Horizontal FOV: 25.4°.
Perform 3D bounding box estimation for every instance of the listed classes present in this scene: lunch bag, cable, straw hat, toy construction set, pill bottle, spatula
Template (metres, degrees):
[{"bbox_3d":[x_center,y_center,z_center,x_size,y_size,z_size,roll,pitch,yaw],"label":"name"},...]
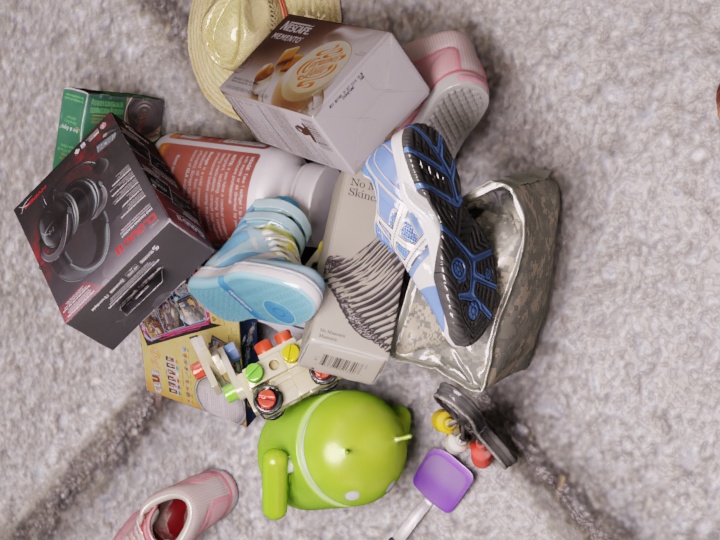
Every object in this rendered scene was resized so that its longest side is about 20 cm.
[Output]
[{"bbox_3d":[0.121,-0.002,1.525,0.116,0.164,0.202,21,102,19],"label":"lunch bag"},{"bbox_3d":[0.105,0.160,1.543,0.097,0.200,0.050,42,88,12],"label":"cable"},{"bbox_3d":[-0.121,-0.254,1.663,0.199,0.085,0.204,2,96,26],"label":"straw hat"},{"bbox_3d":[-0.080,0.070,1.582,0.199,0.092,0.132,-31,76,10],"label":"toy construction set"},{"bbox_3d":[-0.121,-0.078,1.663,0.198,0.112,0.114,9,98,25],"label":"pill bottle"},{"bbox_3d":[0.048,0.270,1.663,0.056,0.021,0.201,39,110,16],"label":"spatula"}]

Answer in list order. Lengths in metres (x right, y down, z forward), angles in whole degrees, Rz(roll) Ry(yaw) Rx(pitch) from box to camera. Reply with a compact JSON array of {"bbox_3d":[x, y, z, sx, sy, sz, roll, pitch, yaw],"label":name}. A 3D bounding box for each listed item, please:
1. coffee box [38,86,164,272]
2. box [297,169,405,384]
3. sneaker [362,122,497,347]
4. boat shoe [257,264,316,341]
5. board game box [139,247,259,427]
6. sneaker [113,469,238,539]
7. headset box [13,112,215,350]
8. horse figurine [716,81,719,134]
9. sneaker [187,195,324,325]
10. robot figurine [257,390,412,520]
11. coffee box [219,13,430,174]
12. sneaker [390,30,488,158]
[{"bbox_3d":[-0.279,-0.093,1.730,0.044,0.122,0.203,17,100,36],"label":"coffee box"},{"bbox_3d":[0.000,0.000,1.524,0.081,0.069,0.202,14,63,-7],"label":"box"},{"bbox_3d":[0.062,-0.027,1.429,0.077,0.075,0.202,-19,87,43],"label":"sneaker"},{"bbox_3d":[-0.068,0.026,1.662,0.198,0.074,0.068,13,119,24],"label":"boat shoe"},{"bbox_3d":[-0.173,0.061,1.694,0.134,0.035,0.202,18,130,23],"label":"board game box"},{"bbox_3d":[-0.230,0.292,1.752,0.200,0.104,0.076,-41,80,24],"label":"sneaker"},{"bbox_3d":[-0.243,-0.034,1.580,0.149,0.077,0.201,-42,48,11],"label":"headset box"},{"bbox_3d":[0.379,-0.108,1.451,0.132,0.050,0.201,-31,89,41],"label":"horse figurine"},{"bbox_3d":[-0.077,-0.019,1.519,0.199,0.080,0.131,2,51,54],"label":"sneaker"},{"bbox_3d":[-0.030,0.182,1.615,0.199,0.174,0.117,-18,86,59],"label":"robot figurine"},{"bbox_3d":[-0.038,-0.175,1.552,0.114,0.080,0.199,-46,31,-12],"label":"coffee box"},{"bbox_3d":[0.058,-0.156,1.593,0.200,0.075,0.106,-50,37,41],"label":"sneaker"}]
